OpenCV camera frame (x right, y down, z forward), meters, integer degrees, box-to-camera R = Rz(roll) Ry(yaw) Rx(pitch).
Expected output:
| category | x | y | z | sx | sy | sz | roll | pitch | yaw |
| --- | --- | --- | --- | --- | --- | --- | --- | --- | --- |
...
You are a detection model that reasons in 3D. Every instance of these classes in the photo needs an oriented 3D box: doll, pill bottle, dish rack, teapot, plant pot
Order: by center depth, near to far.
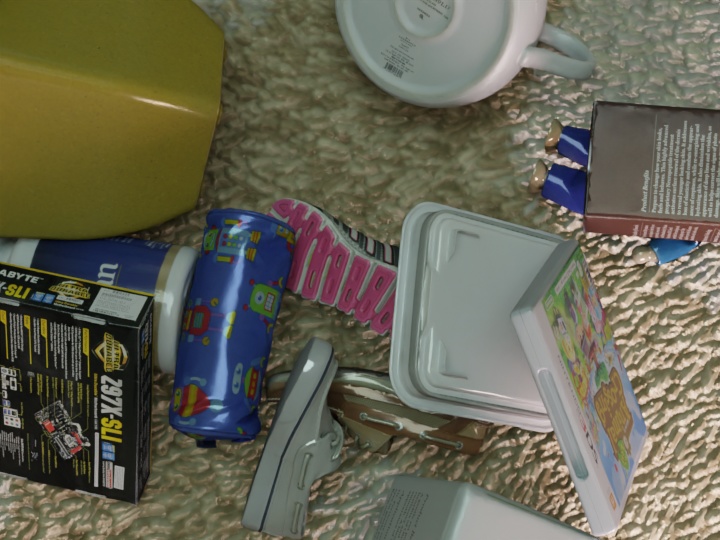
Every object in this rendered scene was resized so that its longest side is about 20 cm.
| category | x | y | z | sx | sy | sz | roll | pitch | yaw |
| --- | --- | --- | --- | --- | --- | --- | --- | --- | --- |
| dish rack | 0.118 | 0.039 | 1.292 | 0.199 | 0.043 | 0.173 | 13 | 78 | -34 |
| plant pot | -0.220 | -0.143 | 1.316 | 0.198 | 0.196 | 0.195 | 11 | 43 | -11 |
| pill bottle | -0.242 | 0.020 | 1.348 | 0.198 | 0.111 | 0.112 | 9 | 80 | 6 |
| doll | 0.253 | -0.073 | 1.359 | 0.199 | 0.048 | 0.137 | 22 | 83 | 8 |
| teapot | 0.085 | -0.240 | 1.361 | 0.196 | 0.146 | 0.201 | -12 | 100 | 27 |

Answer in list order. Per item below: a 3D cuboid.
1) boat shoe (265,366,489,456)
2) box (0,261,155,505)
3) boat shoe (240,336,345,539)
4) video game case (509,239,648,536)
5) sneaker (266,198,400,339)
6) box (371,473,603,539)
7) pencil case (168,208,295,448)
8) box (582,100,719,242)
| category | x | y | z | sx | sy | sz | roll | pitch | yaw |
| --- | --- | --- | --- | --- | --- | --- | --- | --- | --- |
| boat shoe | 0.013 | 0.122 | 1.330 | 0.198 | 0.076 | 0.072 | 5 | 89 | 12 |
| box | -0.254 | 0.096 | 1.303 | 0.158 | 0.201 | 0.049 | 10 | 37 | 5 |
| boat shoe | -0.045 | 0.145 | 1.293 | 0.065 | 0.072 | 0.201 | 18 | 117 | -3 |
| video game case | 0.177 | 0.085 | 1.228 | 0.022 | 0.200 | 0.183 | -18 | 100 | 21 |
| sneaker | 0.000 | 0.000 | 1.357 | 0.199 | 0.087 | 0.074 | 31 | 106 | 31 |
| box | 0.105 | 0.286 | 1.213 | 0.199 | 0.171 | 0.200 | 23 | 79 | -13 |
| pencil case | -0.106 | 0.050 | 1.312 | 0.078 | 0.086 | 0.202 | -2 | 75 | 50 |
| box | 0.287 | -0.077 | 1.294 | 0.198 | 0.075 | 0.101 | 6 | 80 | 7 |
